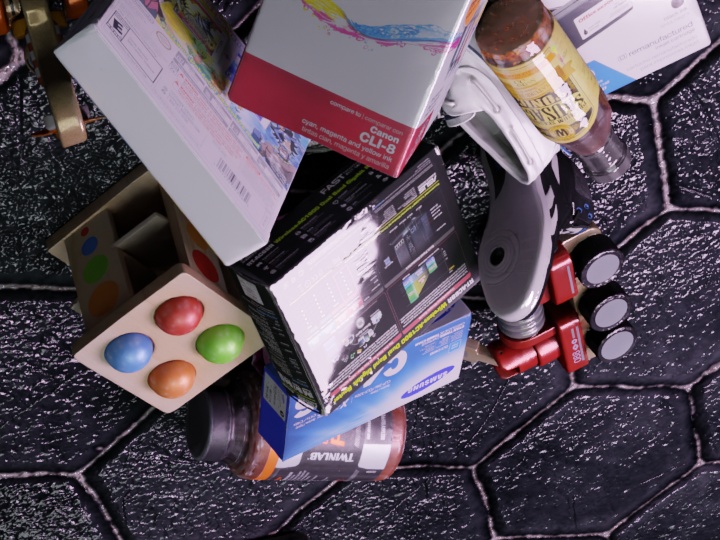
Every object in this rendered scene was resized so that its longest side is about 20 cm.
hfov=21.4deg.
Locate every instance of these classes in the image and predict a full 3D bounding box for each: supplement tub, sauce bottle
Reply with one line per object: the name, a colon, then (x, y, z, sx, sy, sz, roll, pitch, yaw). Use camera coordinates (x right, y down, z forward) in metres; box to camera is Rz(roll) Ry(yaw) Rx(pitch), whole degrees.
supplement tub: (-0.063, 0.149, 1.827, 0.199, 0.107, 0.107, 3, 134, -25)
sauce bottle: (0.161, -0.139, 1.518, 0.066, 0.066, 0.200, -33, 135, 13)

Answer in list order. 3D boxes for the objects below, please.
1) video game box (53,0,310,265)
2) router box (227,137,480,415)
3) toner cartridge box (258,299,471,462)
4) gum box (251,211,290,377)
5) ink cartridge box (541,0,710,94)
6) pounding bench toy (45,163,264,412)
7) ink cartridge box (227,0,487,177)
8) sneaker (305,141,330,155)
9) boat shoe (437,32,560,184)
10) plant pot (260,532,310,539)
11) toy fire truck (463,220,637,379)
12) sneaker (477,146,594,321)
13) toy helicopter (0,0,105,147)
video game box: (-0.124, -0.128, 1.397, 0.047, 0.182, 0.200, -29, 110, 26)
router box: (0.000, 0.000, 1.588, 0.200, 0.062, 0.150, -40, 130, -22)
toner cartridge box: (0.004, 0.092, 1.719, 0.200, 0.043, 0.095, -24, 145, -27)
gum box: (-0.024, 0.017, 1.707, 0.113, 0.066, 0.200, -22, 143, -30)
ink cartridge box: (0.181, -0.240, 1.529, 0.144, 0.084, 0.200, -25, 139, 7)
pounding bench toy: (-0.147, 0.036, 1.635, 0.124, 0.156, 0.200, -36, 137, 17)
ink cartridge box: (0.016, -0.205, 1.398, 0.144, 0.145, 0.200, 25, 120, 4)
sneaker: (-0.057, -0.123, 1.562, 0.199, 0.078, 0.085, -11, 139, -12)
boat shoe: (0.087, -0.147, 1.554, 0.200, 0.074, 0.065, 38, 72, -19)
plant pot: (-0.104, 0.396, 2.023, 0.199, 0.200, 0.178, -11, 126, -11)
toy fire truck: (0.137, 0.030, 1.790, 0.200, 0.129, 0.176, -27, 139, -8)
sneaker: (0.162, -0.035, 1.655, 0.073, 0.201, 0.112, -22, 144, 37)
toy helicopter: (-0.223, -0.137, 1.386, 0.079, 0.200, 0.133, -14, 121, -9)
